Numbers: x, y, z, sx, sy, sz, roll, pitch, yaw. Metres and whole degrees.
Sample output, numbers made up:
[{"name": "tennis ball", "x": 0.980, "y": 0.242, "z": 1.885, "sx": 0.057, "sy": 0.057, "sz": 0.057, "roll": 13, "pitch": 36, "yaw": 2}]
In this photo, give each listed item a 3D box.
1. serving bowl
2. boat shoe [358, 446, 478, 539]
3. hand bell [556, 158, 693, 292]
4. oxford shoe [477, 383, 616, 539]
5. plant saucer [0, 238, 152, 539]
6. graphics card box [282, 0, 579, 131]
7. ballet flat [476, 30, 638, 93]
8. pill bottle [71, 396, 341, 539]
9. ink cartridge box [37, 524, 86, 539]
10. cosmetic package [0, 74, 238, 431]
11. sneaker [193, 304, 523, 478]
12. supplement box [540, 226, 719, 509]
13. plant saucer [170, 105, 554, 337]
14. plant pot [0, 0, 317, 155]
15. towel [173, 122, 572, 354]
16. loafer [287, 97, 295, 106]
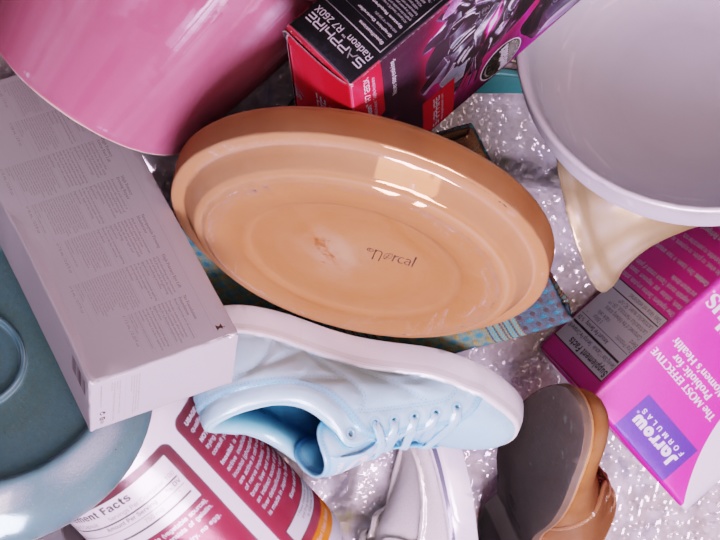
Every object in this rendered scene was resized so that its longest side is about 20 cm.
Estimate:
[{"name": "serving bowl", "x": 0.182, "y": -0.107, "z": 1.180, "sx": 0.199, "sy": 0.066, "sz": 0.201, "roll": -1, "pitch": 66, "yaw": 2}, {"name": "boat shoe", "x": 0.029, "y": 0.178, "z": 1.311, "sx": 0.069, "sy": 0.071, "sz": 0.201, "roll": -8, "pitch": 114, "yaw": -14}, {"name": "hand bell", "x": 0.219, "y": -0.060, "z": 1.225, "sx": 0.199, "sy": 0.104, "sz": 0.105, "roll": -13, "pitch": 111, "yaw": 17}, {"name": "oxford shoe", "x": 0.121, "y": 0.126, "z": 1.284, "sx": 0.071, "sy": 0.072, "sz": 0.200, "roll": -9, "pitch": 147, "yaw": -16}, {"name": "plant saucer", "x": -0.205, "y": 0.051, "z": 1.126, "sx": 0.199, "sy": 0.201, "sz": 0.027, "roll": -3, "pitch": 144, "yaw": -13}, {"name": "graphics card box", "x": 0.053, "y": -0.140, "z": 1.097, "sx": 0.200, "sy": 0.126, "sz": 0.051, "roll": -42, "pitch": 72, "yaw": -14}, {"name": "ballet flat", "x": 0.119, "y": -0.127, "z": 1.248, "sx": 0.199, "sy": 0.071, "sz": 0.071, "roll": 6, "pitch": 104, "yaw": -15}, {"name": "pill bottle", "x": -0.111, "y": 0.115, "z": 1.232, "sx": 0.113, "sy": 0.113, "sz": 0.200, "roll": -41, "pitch": 111, "yaw": 0}, {"name": "ink cartridge box", "x": -0.132, "y": 0.247, "z": 1.249, "sx": 0.083, "sy": 0.145, "sz": 0.200, "roll": -41, "pitch": 111, "yaw": 2}, {"name": "cosmetic package", "x": -0.142, "y": -0.018, "z": 1.141, "sx": 0.082, "sy": 0.201, "sz": 0.051, "roll": -19, "pitch": 148, "yaw": -18}, {"name": "sneaker", "x": -0.003, "y": 0.085, "z": 1.211, "sx": 0.199, "sy": 0.074, "sz": 0.082, "roll": 13, "pitch": 58, "yaw": -16}, {"name": "supplement box", "x": 0.221, "y": 0.027, "z": 1.294, "sx": 0.200, "sy": 0.103, "sz": 0.101, "roll": -42, "pitch": 111, "yaw": 3}, {"name": "plant saucer", "x": -0.001, "y": -0.016, "z": 1.116, "sx": 0.199, "sy": 0.200, "sz": 0.032, "roll": 23, "pitch": 62, "yaw": -19}, {"name": "plant pot", "x": -0.093, "y": -0.167, "z": 1.122, "sx": 0.199, "sy": 0.200, "sz": 0.179, "roll": 30, "pitch": 112, "yaw": -20}, {"name": "towel", "x": 0.000, "y": 0.000, "z": 1.213, "sx": 0.199, "sy": 0.022, "sz": 0.147, "roll": -16, "pitch": 127, "yaw": 21}, {"name": "loafer", "x": 0.016, "y": -0.036, "z": 1.239, "sx": 0.075, "sy": 0.070, "sz": 0.201, "roll": -9, "pitch": 129, "yaw": 18}]
